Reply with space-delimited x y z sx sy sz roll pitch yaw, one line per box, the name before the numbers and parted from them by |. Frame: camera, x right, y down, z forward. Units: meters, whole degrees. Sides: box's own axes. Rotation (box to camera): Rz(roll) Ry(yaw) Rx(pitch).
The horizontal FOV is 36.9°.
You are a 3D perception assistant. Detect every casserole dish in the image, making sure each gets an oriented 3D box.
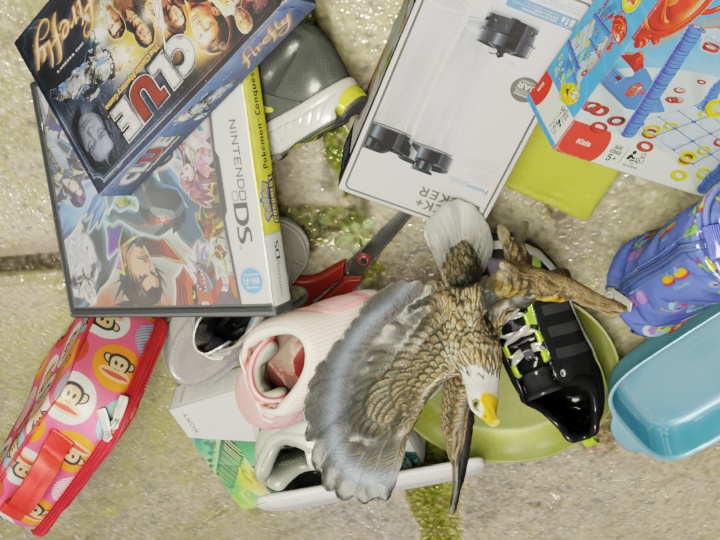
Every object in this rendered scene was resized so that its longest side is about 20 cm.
casserole dish | 0.288 0.076 0.876 0.199 0.039 0.121 -35 120 18

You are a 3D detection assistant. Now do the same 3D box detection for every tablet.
tablet | 0.012 0.194 0.968 0.197 0.014 0.130 -10 166 2

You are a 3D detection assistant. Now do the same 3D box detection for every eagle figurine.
eagle figurine | 0.063 0.067 0.750 0.151 0.151 0.201 39 117 0

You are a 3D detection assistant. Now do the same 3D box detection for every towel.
towel | 0.172 -0.129 0.772 0.085 0.018 0.201 23 127 -3

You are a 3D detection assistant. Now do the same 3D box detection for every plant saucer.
plant saucer | 0.122 0.084 0.928 0.197 0.031 0.202 4 126 5

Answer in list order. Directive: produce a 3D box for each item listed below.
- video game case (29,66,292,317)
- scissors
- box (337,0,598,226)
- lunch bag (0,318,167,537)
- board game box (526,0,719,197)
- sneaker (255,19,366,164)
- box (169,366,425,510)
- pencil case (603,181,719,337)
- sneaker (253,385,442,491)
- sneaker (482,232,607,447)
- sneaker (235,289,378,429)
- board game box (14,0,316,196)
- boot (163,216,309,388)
video game case | -0.148 -0.057 0.785 0.198 0.025 0.184 -2 102 30
scissors | 0.000 0.000 0.896 0.199 0.014 0.073 -31 115 26
box | 0.070 -0.131 0.753 0.115 0.061 0.201 19 128 -10
lunch bag | -0.250 0.129 0.922 0.081 0.177 0.200 31 126 -15
board game box | 0.242 -0.143 0.686 0.198 0.056 0.197 12 131 -26
sneaker | -0.085 -0.117 0.793 0.198 0.074 0.086 -22 94 31
box | -0.057 0.143 0.994 0.198 0.037 0.145 -18 122 21
pencil case | 0.234 -0.005 0.753 0.086 0.079 0.200 -15 171 -10
sneaker | -0.010 0.124 0.904 0.199 0.081 0.075 -30 116 25
sneaker | 0.141 0.058 0.835 0.071 0.083 0.200 -28 118 25
sneaker | -0.065 0.078 0.823 0.200 0.104 0.076 -35 78 46
board game box | -0.137 -0.164 0.721 0.200 0.034 0.136 -40 75 26
boot | -0.120 0.043 0.882 0.073 0.096 0.201 38 121 0
